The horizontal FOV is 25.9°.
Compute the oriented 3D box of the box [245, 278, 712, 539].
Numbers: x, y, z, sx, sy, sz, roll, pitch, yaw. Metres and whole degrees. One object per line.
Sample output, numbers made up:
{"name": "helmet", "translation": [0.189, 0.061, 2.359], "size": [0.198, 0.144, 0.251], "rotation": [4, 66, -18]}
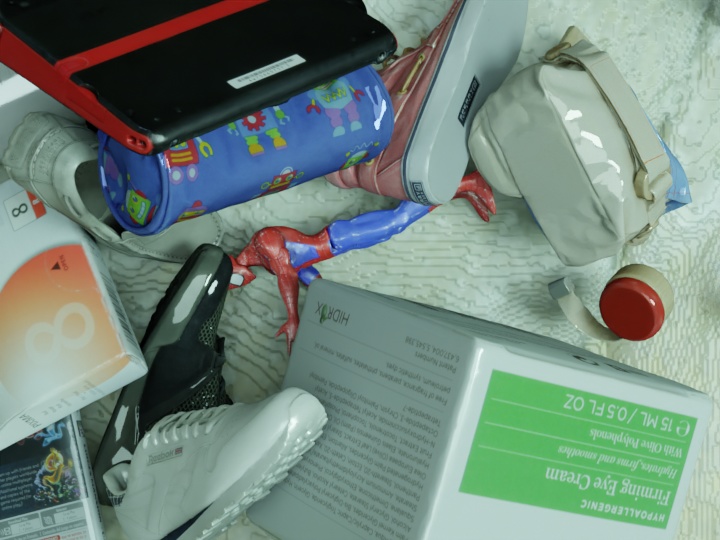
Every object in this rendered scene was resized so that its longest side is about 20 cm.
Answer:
{"name": "box", "translation": [0.071, 0.121, 0.997], "size": [0.198, 0.200, 0.172], "rotation": [15, 93, -33]}

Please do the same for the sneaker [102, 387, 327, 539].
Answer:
{"name": "sneaker", "translation": [-0.098, 0.119, 0.976], "size": [0.200, 0.076, 0.081], "rotation": [-42, 78, 39]}

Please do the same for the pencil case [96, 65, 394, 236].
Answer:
{"name": "pencil case", "translation": [-0.073, -0.085, 0.968], "size": [0.199, 0.078, 0.087], "rotation": [-21, 75, -40]}

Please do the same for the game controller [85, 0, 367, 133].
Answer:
{"name": "game controller", "translation": [-0.087, -0.128, 1.047], "size": [0.199, 0.104, 0.042], "rotation": [-23, 63, -5]}

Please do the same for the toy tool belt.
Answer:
{"name": "toy tool belt", "translation": [0.172, -0.064, 1.072], "size": [0.123, 0.125, 0.201], "rotation": [-39, 101, -46]}

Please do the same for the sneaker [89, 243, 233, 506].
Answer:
{"name": "sneaker", "translation": [-0.105, 0.084, 1.074], "size": [0.114, 0.076, 0.200], "rotation": [20, 101, -8]}

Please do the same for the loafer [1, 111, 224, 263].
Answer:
{"name": "loafer", "translation": [-0.148, -0.043, 1.020], "size": [0.070, 0.200, 0.070], "rotation": [27, 91, 34]}

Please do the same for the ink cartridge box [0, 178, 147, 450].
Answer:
{"name": "ink cartridge box", "translation": [-0.261, 0.040, 1.043], "size": [0.199, 0.050, 0.163], "rotation": [-27, 65, 0]}

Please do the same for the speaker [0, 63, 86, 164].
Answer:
{"name": "speaker", "translation": [-0.192, -0.141, 1.066], "size": [0.199, 0.081, 0.082], "rotation": [-26, 93, -3]}

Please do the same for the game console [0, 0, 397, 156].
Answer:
{"name": "game console", "translation": [-0.104, -0.140, 0.940], "size": [0.200, 0.031, 0.177], "rotation": [-28, 51, -36]}

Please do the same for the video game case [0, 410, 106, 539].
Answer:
{"name": "video game case", "translation": [-0.274, 0.167, 1.062], "size": [0.199, 0.023, 0.183], "rotation": [-15, 82, 9]}

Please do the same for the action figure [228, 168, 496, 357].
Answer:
{"name": "action figure", "translation": [0.000, 0.000, 1.087], "size": [0.199, 0.065, 0.100], "rotation": [-13, 83, -3]}

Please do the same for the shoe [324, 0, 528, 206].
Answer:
{"name": "shoe", "translation": [0.045, -0.137, 1.085], "size": [0.091, 0.072, 0.201], "rotation": [9, 64, 31]}
